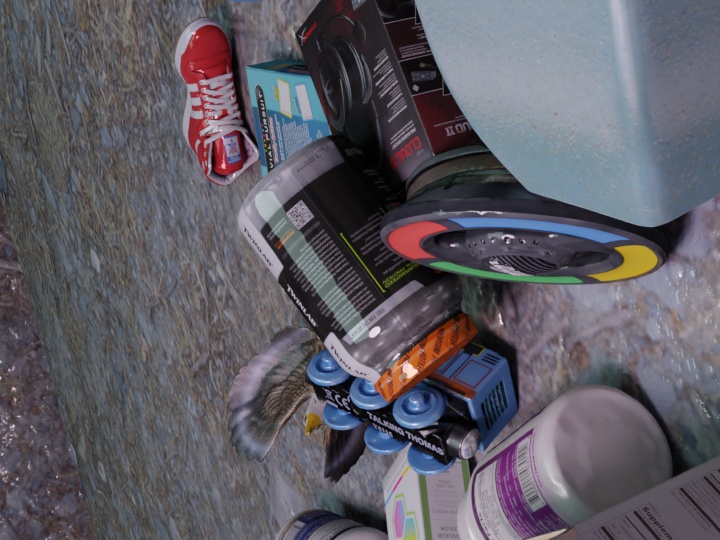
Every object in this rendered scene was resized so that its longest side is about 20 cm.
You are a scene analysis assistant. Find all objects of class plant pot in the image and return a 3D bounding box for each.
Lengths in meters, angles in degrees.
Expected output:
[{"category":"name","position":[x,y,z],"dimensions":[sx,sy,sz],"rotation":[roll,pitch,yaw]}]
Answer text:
[{"category":"plant pot","position":[0.155,-0.143,0.653],"dimensions":[0.196,0.194,0.202],"rotation":[25,133,55]}]

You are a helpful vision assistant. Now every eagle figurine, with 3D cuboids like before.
[{"category":"eagle figurine","position":[-0.040,0.122,1.197],"dimensions":[0.152,0.150,0.200],"rotation":[52,141,14]}]

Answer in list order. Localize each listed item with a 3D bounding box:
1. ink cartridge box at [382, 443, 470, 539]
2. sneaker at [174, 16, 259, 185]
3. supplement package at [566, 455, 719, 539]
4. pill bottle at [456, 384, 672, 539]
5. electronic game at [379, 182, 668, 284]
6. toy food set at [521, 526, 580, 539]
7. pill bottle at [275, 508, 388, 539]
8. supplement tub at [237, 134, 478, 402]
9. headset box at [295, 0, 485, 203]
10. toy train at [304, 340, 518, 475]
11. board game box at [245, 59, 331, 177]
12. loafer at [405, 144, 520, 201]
[{"category":"ink cartridge box","position":[0.070,0.268,1.096],"dimensions":[0.104,0.059,0.202],"rotation":[113,156,-52]},{"category":"sneaker","position":[-0.166,-0.188,1.344],"dimensions":[0.113,0.071,0.201],"rotation":[59,157,33]},{"category":"supplement package","position":[0.206,0.245,0.753],"dimensions":[0.151,0.198,0.153],"rotation":[52,146,36]},{"category":"pill bottle","position":[0.151,0.176,0.915],"dimensions":[0.113,0.111,0.200],"rotation":[64,152,17]},{"category":"electronic game","position":[0.111,-0.019,0.800],"dimensions":[0.199,0.198,0.042],"rotation":[-15,66,63]},{"category":"toy food set","position":[0.092,0.240,0.681],"dimensions":[0.200,0.060,0.145],"rotation":[-41,68,59]},{"category":"pill bottle","position":[-0.015,0.344,1.322],"dimensions":[0.199,0.110,0.112],"rotation":[-1,104,62]},{"category":"supplement tub","position":[0.000,0.000,0.948],"dimensions":[0.201,0.122,0.123],"rotation":[53,149,10]},{"category":"headset box","position":[0.032,-0.151,0.991],"dimensions":[0.149,0.077,0.202],"rotation":[-33,75,62]},{"category":"toy train","position":[0.041,0.104,1.038],"dimensions":[0.199,0.114,0.087],"rotation":[21,140,40]},{"category":"board game box","position":[-0.044,-0.131,1.175],"dimensions":[0.199,0.047,0.153],"rotation":[23,125,57]},{"category":"loafer","position":[0.103,-0.057,0.865],"dimensions":[0.199,0.071,0.064],"rotation":[-14,60,48]}]
